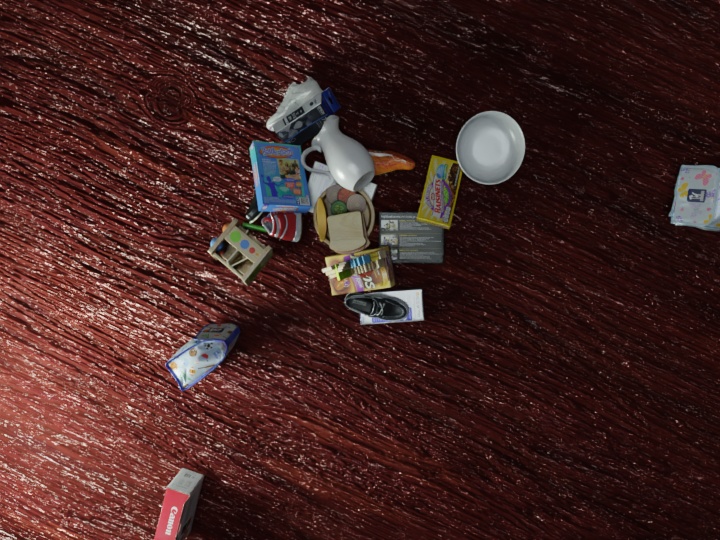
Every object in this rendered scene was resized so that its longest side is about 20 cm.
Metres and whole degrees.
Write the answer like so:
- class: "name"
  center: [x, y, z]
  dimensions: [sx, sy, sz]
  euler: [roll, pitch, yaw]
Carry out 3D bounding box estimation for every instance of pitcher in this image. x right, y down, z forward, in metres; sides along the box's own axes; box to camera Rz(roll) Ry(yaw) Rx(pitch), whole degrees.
- class: "pitcher"
  center: [-0.066, -0.307, 1.643]
  dimensions: [0.171, 0.121, 0.201]
  euler: [-43, 74, 16]

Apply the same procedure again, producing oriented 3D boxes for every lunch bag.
- class: "lunch bag"
  center: [0.977, -0.197, 1.612]
  dimensions: [0.195, 0.127, 0.174]
  euler: [11, 96, 10]
- class: "lunch bag"
  center: [-0.464, 0.243, 1.757]
  dimensions: [0.198, 0.170, 0.125]
  euler: [-32, 98, 9]

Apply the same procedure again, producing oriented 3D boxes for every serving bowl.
- class: "serving bowl"
  center: [0.369, -0.349, 1.669]
  dimensions: [0.195, 0.066, 0.205]
  euler: [0, 96, 3]

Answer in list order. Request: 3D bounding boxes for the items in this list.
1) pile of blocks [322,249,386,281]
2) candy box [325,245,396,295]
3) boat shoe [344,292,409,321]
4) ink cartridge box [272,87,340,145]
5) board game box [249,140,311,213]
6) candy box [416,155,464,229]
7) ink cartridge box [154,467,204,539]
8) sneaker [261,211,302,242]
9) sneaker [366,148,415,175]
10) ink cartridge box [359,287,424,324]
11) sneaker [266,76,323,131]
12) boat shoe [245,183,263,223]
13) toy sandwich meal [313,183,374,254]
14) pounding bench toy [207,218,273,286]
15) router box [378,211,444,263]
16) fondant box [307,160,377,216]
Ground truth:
- class: "pile of blocks"
  center: [-0.013, -0.002, 1.647]
  dimensions: [0.196, 0.082, 0.064]
  euler: [-17, 91, 25]
- class: "candy box"
  center: [0.000, 0.000, 1.718]
  dimensions: [0.196, 0.056, 0.120]
  euler: [-9, 96, 24]
- class: "boat shoe"
  center: [0.048, 0.108, 1.715]
  dimensions: [0.195, 0.068, 0.073]
  euler: [16, 98, 2]
- class: "ink cartridge box"
  center: [-0.149, -0.436, 1.684]
  dimensions: [0.198, 0.099, 0.040]
  euler: [-33, 61, 8]
- class: "board game box"
  center: [-0.229, -0.266, 1.658]
  dimensions: [0.149, 0.045, 0.205]
  euler: [0, 69, -30]
- class: "candy box"
  center: [0.232, -0.228, 1.682]
  dimensions: [0.100, 0.026, 0.204]
  euler: [13, 76, 4]
- class: "ink cartridge box"
  center: [-0.578, 0.762, 1.824]
  dimensions: [0.082, 0.176, 0.205]
  euler: [16, 97, 2]
- class: "sneaker"
  center: [-0.231, -0.187, 1.691]
  dimensions: [0.110, 0.071, 0.205]
  euler: [6, 69, -32]
- class: "sneaker"
  center: [0.065, -0.312, 1.705]
  dimensions: [0.195, 0.073, 0.079]
  euler: [9, 109, 12]
- class: "ink cartridge box"
  center: [0.094, 0.109, 1.763]
  dimensions: [0.195, 0.037, 0.097]
  euler: [-5, 97, 3]
- class: "sneaker"
  center: [-0.198, -0.486, 1.708]
  dimensions: [0.198, 0.075, 0.101]
  euler: [-33, 74, 8]
- class: "boat shoe"
  center: [-0.288, -0.230, 1.694]
  dimensions: [0.063, 0.073, 0.204]
  euler: [39, 63, -31]
- class: "toy sandwich meal"
  center: [-0.050, -0.147, 1.665]
  dimensions: [0.200, 0.070, 0.211]
  euler: [1, 96, 5]
- class: "pounding bench toy"
  center: [-0.336, -0.087, 1.725]
  dimensions: [0.155, 0.124, 0.201]
  euler: [39, 81, 0]
- class: "router box"
  center: [0.151, -0.098, 1.723]
  dimensions: [0.195, 0.051, 0.153]
  euler: [1, 97, 6]
- class: "fondant box"
  center: [-0.064, -0.220, 1.724]
  dimensions: [0.196, 0.058, 0.147]
  euler: [21, 98, 3]
